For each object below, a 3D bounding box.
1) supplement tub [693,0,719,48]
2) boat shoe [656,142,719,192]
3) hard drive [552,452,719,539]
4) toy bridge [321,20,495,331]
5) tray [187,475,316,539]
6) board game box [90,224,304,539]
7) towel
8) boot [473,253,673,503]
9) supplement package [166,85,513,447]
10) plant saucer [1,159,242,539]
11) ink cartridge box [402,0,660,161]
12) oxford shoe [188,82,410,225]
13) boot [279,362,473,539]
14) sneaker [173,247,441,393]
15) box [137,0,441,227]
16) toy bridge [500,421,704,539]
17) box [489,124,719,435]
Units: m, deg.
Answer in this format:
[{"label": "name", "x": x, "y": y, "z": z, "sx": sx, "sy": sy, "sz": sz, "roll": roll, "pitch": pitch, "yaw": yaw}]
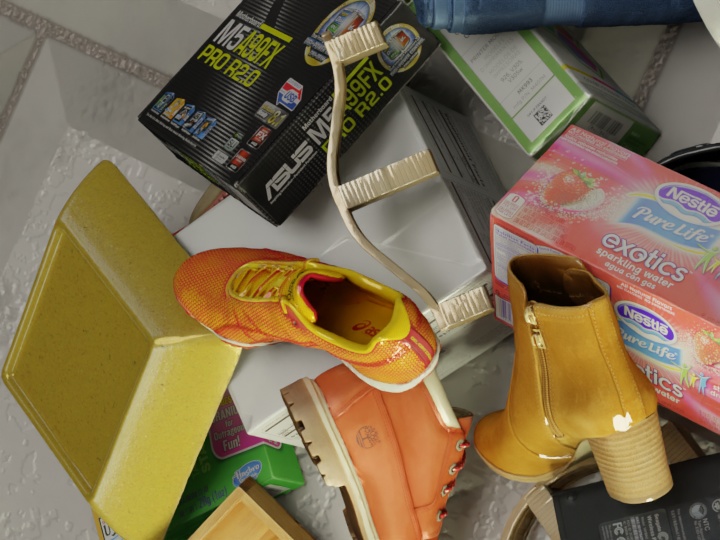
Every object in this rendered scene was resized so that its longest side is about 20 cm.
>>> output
[{"label": "supplement tub", "x": 0.302, "y": -0.210, "z": 1.530, "sx": 0.200, "sy": 0.145, "sz": 0.146, "roll": -25, "pitch": 67, "yaw": 25}, {"label": "boat shoe", "x": 0.264, "y": -0.048, "z": 1.567, "sx": 0.199, "sy": 0.062, "sz": 0.075, "roll": 0, "pitch": 77, "yaw": 30}, {"label": "hard drive", "x": 0.223, "y": 0.173, "z": 1.506, "sx": 0.199, "sy": 0.033, "sz": 0.140, "roll": -14, "pitch": 57, "yaw": 8}, {"label": "toy bridge", "x": 0.016, "y": -0.055, "z": 1.576, "sx": 0.067, "sy": 0.027, "sz": 0.201, "roll": -23, "pitch": 85, "yaw": 4}, {"label": "tray", "x": -0.108, "y": 0.244, "z": 1.725, "sx": 0.099, "sy": 0.037, "sz": 0.200, "roll": 44, "pitch": 105, "yaw": 2}, {"label": "board game box", "x": -0.136, "y": 0.087, "z": 1.797, "sx": 0.153, "sy": 0.040, "sz": 0.201, "roll": -29, "pitch": 66, "yaw": 23}, {"label": "towel", "x": 0.126, "y": -0.200, "z": 1.612, "sx": 0.199, "sy": 0.049, "sz": 0.112, "roll": -3, "pitch": 52, "yaw": -13}, {"label": "boot", "x": 0.114, "y": 0.056, "z": 1.545, "sx": 0.201, "sy": 0.071, "sz": 0.144, "roll": 12, "pitch": 125, "yaw": 62}, {"label": "supplement package", "x": 0.000, "y": 0.000, "z": 1.690, "sx": 0.200, "sy": 0.111, "sz": 0.156, "roll": -34, "pitch": 64, "yaw": 20}, {"label": "plant saucer", "x": -0.175, "y": 0.059, "z": 1.730, "sx": 0.200, "sy": 0.048, "sz": 0.200, "roll": 48, "pitch": 126, "yaw": 37}, {"label": "ink cartridge box", "x": 0.098, "y": -0.146, "z": 1.667, "sx": 0.059, "sy": 0.104, "sz": 0.200, "roll": -46, "pitch": 59, "yaw": 14}, {"label": "oxford shoe", "x": -0.051, "y": -0.093, "z": 1.773, "sx": 0.200, "sy": 0.070, "sz": 0.075, "roll": -44, "pitch": 49, "yaw": 3}, {"label": "boot", "x": 0.036, "y": 0.140, "z": 1.628, "sx": 0.107, "sy": 0.200, "sz": 0.075, "roll": -26, "pitch": 22, "yaw": -7}, {"label": "sneaker", "x": -0.038, "y": 0.014, "z": 1.590, "sx": 0.199, "sy": 0.077, "sz": 0.073, "roll": 13, "pitch": 63, "yaw": 34}, {"label": "box", "x": -0.052, "y": -0.124, "z": 1.690, "sx": 0.160, "sy": 0.044, "sz": 0.200, "roll": -49, "pitch": 29, "yaw": -3}, {"label": "toy bridge", "x": 0.130, "y": 0.164, "z": 1.613, "sx": 0.200, "sy": 0.027, "sz": 0.067, "roll": -44, "pitch": 57, "yaw": 16}, {"label": "box", "x": 0.184, "y": 0.009, "z": 1.545, "sx": 0.200, "sy": 0.103, "sz": 0.095, "roll": 27, "pitch": 56, "yaw": 27}]
